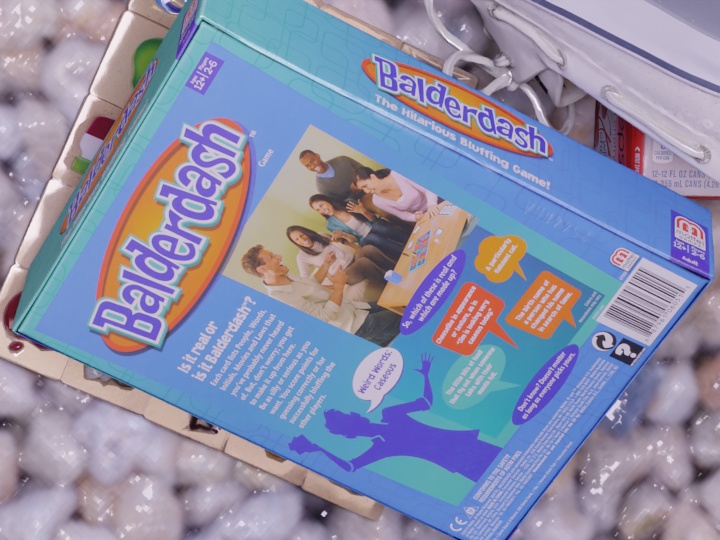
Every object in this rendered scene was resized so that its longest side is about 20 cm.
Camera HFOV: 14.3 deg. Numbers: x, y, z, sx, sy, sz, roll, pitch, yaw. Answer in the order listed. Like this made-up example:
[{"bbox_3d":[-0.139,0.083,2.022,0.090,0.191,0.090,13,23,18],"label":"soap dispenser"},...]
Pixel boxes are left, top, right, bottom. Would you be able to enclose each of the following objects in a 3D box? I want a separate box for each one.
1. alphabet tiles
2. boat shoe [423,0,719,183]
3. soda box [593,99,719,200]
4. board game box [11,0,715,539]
[{"bbox_3d":[-0.018,-0.009,1.062,0.199,0.008,0.168,25,88,-14],"label":"alphabet tiles"},{"bbox_3d":[0.070,-0.086,1.014,0.074,0.201,0.087,-26,138,-46],"label":"boat shoe"},{"bbox_3d":[0.190,-0.060,1.077,0.199,0.063,0.071,0,94,-12],"label":"soda box"},{"bbox_3d":[0.000,0.000,1.002,0.199,0.045,0.152,26,124,-14],"label":"board game box"}]
